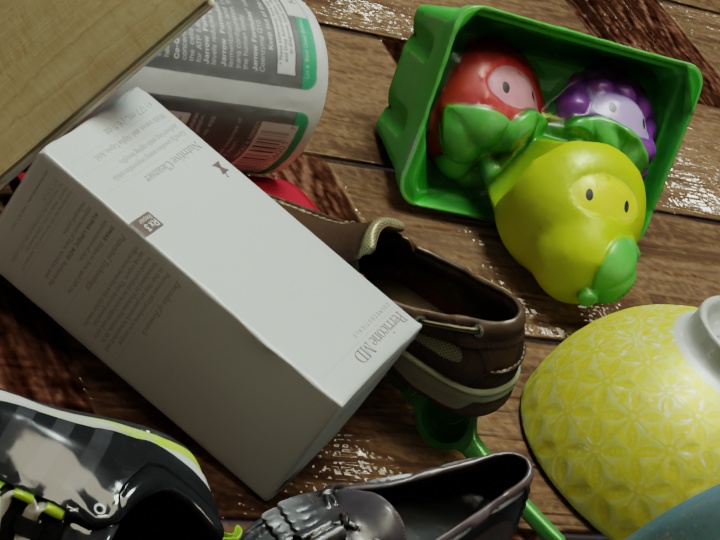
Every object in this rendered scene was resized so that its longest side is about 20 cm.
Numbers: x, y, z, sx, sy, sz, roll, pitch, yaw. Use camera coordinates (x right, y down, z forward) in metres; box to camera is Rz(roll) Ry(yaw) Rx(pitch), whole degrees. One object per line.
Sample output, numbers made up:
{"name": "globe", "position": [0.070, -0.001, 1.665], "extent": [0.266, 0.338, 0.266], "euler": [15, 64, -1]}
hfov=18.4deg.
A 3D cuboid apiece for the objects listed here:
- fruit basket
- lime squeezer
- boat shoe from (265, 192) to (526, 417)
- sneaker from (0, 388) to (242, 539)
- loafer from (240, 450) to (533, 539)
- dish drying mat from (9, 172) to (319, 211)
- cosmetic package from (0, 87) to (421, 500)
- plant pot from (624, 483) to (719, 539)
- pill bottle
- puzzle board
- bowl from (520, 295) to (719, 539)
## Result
{"name": "fruit basket", "position": [0.127, -0.075, 1.429], "extent": [0.215, 0.156, 0.216], "euler": [18, 15, -5]}
{"name": "lime squeezer", "position": [0.048, 0.075, 1.234], "extent": [0.071, 0.038, 0.200], "euler": [46, 11, -45]}
{"name": "boat shoe", "position": [0.003, -0.003, 1.202], "extent": [0.202, 0.075, 0.075], "euler": [27, 42, 12]}
{"name": "sneaker", "position": [-0.138, 0.098, 0.966], "extent": [0.200, 0.072, 0.083], "euler": [6, 24, -36]}
{"name": "loafer", "position": [0.009, 0.124, 1.082], "extent": [0.200, 0.063, 0.072], "euler": [-7, 46, -47]}
{"name": "dish drying mat", "position": [-0.101, -0.028, 1.263], "extent": [0.200, 0.018, 0.077], "euler": [-3, 44, -43]}
{"name": "cosmetic package", "position": [-0.081, 0.010, 1.141], "extent": [0.200, 0.081, 0.113], "euler": [38, 32, 4]}
{"name": "plant pot", "position": [0.214, 0.189, 1.029], "extent": [0.195, 0.200, 0.196], "euler": [-2, 42, -42]}
{"name": "pill bottle", "position": [-0.128, -0.119, 1.281], "extent": [0.200, 0.113, 0.113], "euler": [5, 38, -38]}
{"name": "puzzle board", "position": [-0.188, -0.120, 1.171], "extent": [0.151, 0.200, 0.017], "euler": [52, 3, 34]}
{"name": "bowl", "position": [0.204, 0.080, 1.280], "extent": [0.200, 0.108, 0.200], "euler": [23, 31, -14]}
